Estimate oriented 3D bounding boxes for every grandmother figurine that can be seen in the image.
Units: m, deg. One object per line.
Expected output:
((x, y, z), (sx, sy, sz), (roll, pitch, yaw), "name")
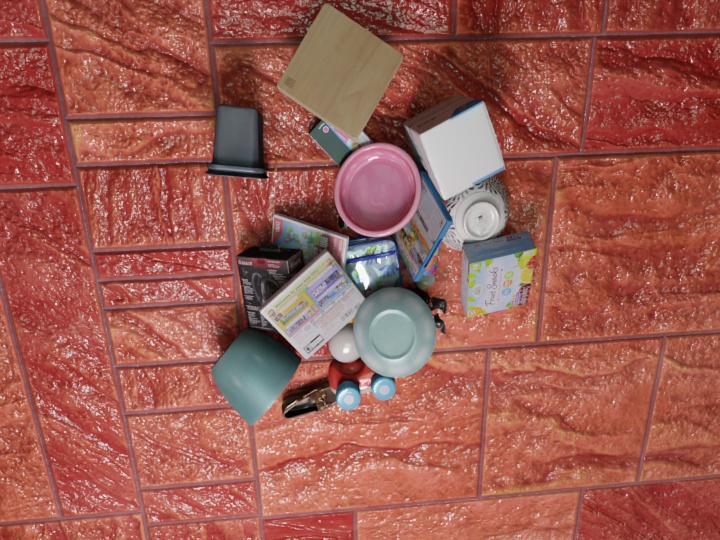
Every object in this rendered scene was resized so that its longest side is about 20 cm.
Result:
((0.130, 0.087, 1.352), (0.119, 0.060, 0.205), (14, 107, -40), "grandmother figurine")

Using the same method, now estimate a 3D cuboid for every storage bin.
((-0.243, -0.266, 1.121), (0.140, 0.200, 0.140), (4, 101, -7), "storage bin")

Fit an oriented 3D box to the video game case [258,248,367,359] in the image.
((-0.101, 0.079, 1.207), (0.199, 0.022, 0.183), (-40, 124, -1), "video game case")

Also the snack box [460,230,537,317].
((0.329, 0.014, 1.297), (0.163, 0.069, 0.204), (-12, 136, -2), "snack box")

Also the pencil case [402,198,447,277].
((0.152, -0.085, 1.266), (0.085, 0.089, 0.206), (4, 115, -7), "pencil case")

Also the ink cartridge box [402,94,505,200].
((0.194, -0.272, 1.152), (0.143, 0.201, 0.149), (-25, 112, 4), "ink cartridge box")

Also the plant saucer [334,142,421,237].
((0.040, -0.174, 1.178), (0.193, 0.051, 0.209), (-1, 84, 13), "plant saucer")

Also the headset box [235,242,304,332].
((-0.204, 0.035, 1.257), (0.144, 0.077, 0.207), (4, 111, 24), "headset box")

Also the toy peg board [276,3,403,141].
((-0.042, -0.403, 1.131), (0.196, 0.098, 0.204), (32, 86, 0), "toy peg board")

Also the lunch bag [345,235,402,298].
((0.000, 0.000, 1.294), (0.192, 0.083, 0.167), (-9, 107, -4), "lunch bag")

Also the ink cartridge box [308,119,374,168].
((-0.019, -0.275, 1.219), (0.095, 0.037, 0.199), (-44, 110, 9), "ink cartridge box")

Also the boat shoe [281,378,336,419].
((-0.114, 0.342, 1.409), (0.194, 0.071, 0.072), (-20, 110, 0), "boat shoe")

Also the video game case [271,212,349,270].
((-0.123, -0.037, 1.244), (0.194, 0.017, 0.148), (19, 116, 20), "video game case")

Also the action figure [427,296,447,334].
((0.115, 0.113, 1.272), (0.193, 0.102, 0.123), (-3, 115, -18), "action figure")

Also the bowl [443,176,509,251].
((0.273, -0.129, 1.267), (0.193, 0.095, 0.208), (-2, 110, -4), "bowl")

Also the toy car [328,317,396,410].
((-0.009, 0.193, 1.305), (0.171, 0.185, 0.207), (-14, 109, -1), "toy car")

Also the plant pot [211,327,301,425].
((-0.263, 0.240, 1.295), (0.160, 0.201, 0.201), (41, 102, -8), "plant pot")

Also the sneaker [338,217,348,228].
((0.043, -0.135, 1.254), (0.196, 0.072, 0.084), (-29, 113, 5), "sneaker")

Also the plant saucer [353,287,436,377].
((0.074, 0.142, 1.208), (0.193, 0.039, 0.209), (0, 91, 10), "plant saucer")

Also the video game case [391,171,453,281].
((0.132, -0.095, 1.194), (0.017, 0.146, 0.202), (-8, 145, -26), "video game case")
